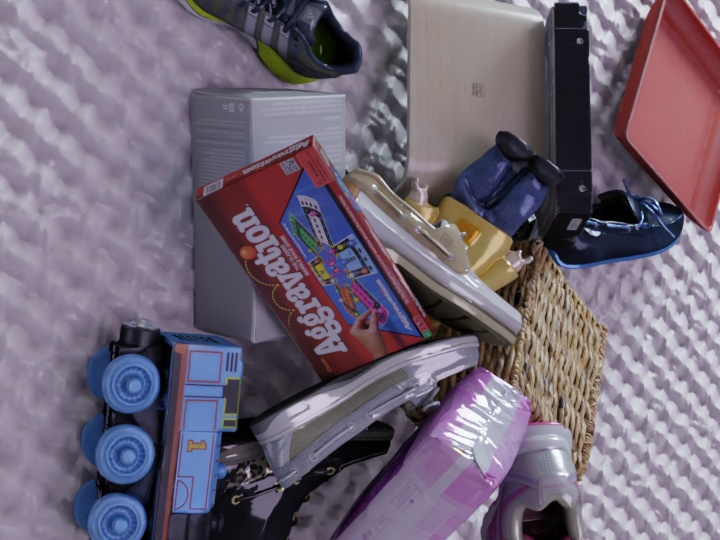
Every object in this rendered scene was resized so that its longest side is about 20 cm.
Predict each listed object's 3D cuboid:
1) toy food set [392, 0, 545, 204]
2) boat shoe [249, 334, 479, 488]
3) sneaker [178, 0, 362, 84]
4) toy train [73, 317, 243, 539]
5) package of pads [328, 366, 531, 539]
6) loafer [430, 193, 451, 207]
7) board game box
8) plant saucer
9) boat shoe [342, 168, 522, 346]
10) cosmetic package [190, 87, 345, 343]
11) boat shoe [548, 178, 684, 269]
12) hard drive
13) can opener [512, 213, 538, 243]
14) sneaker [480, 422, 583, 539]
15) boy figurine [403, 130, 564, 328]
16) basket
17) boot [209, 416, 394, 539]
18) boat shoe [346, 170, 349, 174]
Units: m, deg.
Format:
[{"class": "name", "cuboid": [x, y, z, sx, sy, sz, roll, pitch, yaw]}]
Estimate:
[{"class": "toy food set", "cuboid": [0.092, -0.156, 1.403, 0.143, 0.060, 0.200, 5, 80, -27]}, {"class": "boat shoe", "cuboid": [0.011, 0.109, 1.269, 0.202, 0.074, 0.065, -24, 91, -15]}, {"class": "sneaker", "cuboid": [-0.071, -0.216, 1.249, 0.200, 0.081, 0.074, 30, 75, -43]}, {"class": "toy train", "cuboid": [-0.156, 0.138, 1.201, 0.114, 0.087, 0.200, 5, 93, -21]}, {"class": "package of pads", "cuboid": [0.056, 0.184, 1.305, 0.076, 0.200, 0.121, 40, 36, 2]}, {"class": "loafer", "cuboid": [0.088, -0.057, 1.450, 0.200, 0.075, 0.070, -35, 150, -35]}, {"class": "board game box", "cuboid": [-0.033, -0.005, 1.203, 0.200, 0.103, 0.019, 57, 19, -31]}, {"class": "plant saucer", "cuboid": [0.344, -0.173, 1.679, 0.200, 0.037, 0.200, 39, 60, -40]}, {"class": "boat shoe", "cuboid": [0.058, -0.009, 1.263, 0.200, 0.075, 0.068, 34, 72, -20]}, {"class": "cosmetic package", "cuboid": [-0.074, -0.047, 1.272, 0.107, 0.090, 0.200, -6, 104, -43]}, {"class": "boat shoe", "cuboid": [0.273, -0.050, 1.610, 0.200, 0.084, 0.069, -18, 120, -44]}, {"class": "hard drive", "cuboid": [0.187, -0.132, 1.439, 0.140, 0.038, 0.200, 92, 0, -78]}, {"class": "can opener", "cuboid": [0.172, -0.099, 1.540, 0.067, 0.053, 0.200, 67, 45, -69]}, {"class": "sneaker", "cuboid": [0.150, 0.230, 1.351, 0.081, 0.088, 0.200, -5, 129, -1]}, {"class": "boy figurine", "cuboid": [0.083, -0.028, 1.336, 0.124, 0.064, 0.200, 40, 89, -3]}, {"class": "basket", "cuboid": [0.129, 0.095, 1.439, 0.149, 0.143, 0.200, 50, 39, -35]}, {"class": "boot", "cuboid": [-0.063, 0.203, 1.332, 0.203, 0.073, 0.154, -3, 101, -38]}, {"class": "boat shoe", "cuboid": [-0.002, 0.001, 1.362, 0.074, 0.066, 0.200, -18, 109, -42]}]
